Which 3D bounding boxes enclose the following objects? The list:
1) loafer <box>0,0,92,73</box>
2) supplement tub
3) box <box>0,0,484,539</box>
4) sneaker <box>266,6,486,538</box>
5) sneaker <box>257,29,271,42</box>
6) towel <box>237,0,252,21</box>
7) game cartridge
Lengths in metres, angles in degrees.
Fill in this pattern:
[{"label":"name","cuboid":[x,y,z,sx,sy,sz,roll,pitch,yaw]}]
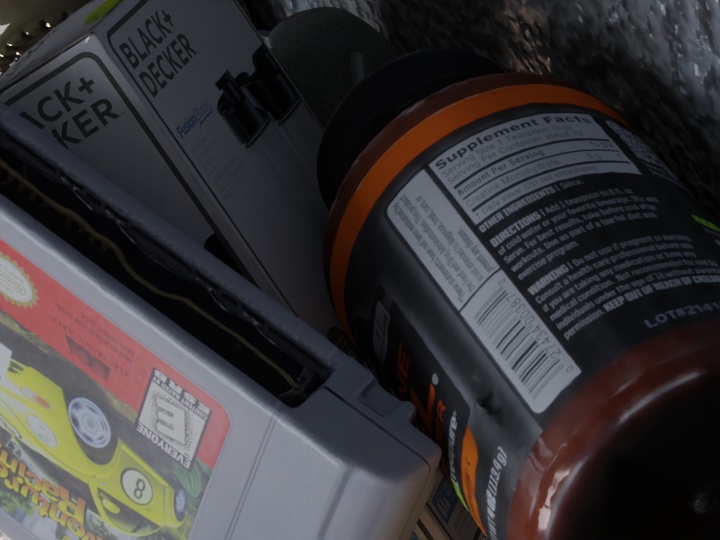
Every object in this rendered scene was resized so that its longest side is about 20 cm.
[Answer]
[{"label":"loafer","cuboid":[-0.106,-0.098,1.074,0.200,0.076,0.068,110,143,-82]},{"label":"supplement tub","cuboid":[0.056,0.013,0.847,0.200,0.107,0.107,-126,19,-50]},{"label":"box","cuboid":[-0.034,0.005,0.921,0.200,0.060,0.117,56,-158,-9]},{"label":"sneaker","cuboid":[0.000,0.000,1.033,0.080,0.070,0.200,29,142,60]},{"label":"sneaker","cuboid":[-0.055,0.007,1.109,0.070,0.100,0.200,19,98,18]},{"label":"towel","cuboid":[-0.092,-0.156,1.122,0.144,0.023,0.200,21,135,59]},{"label":"game cartridge","cuboid":[-0.076,0.037,0.860,0.200,0.041,0.133,36,143,13]}]
